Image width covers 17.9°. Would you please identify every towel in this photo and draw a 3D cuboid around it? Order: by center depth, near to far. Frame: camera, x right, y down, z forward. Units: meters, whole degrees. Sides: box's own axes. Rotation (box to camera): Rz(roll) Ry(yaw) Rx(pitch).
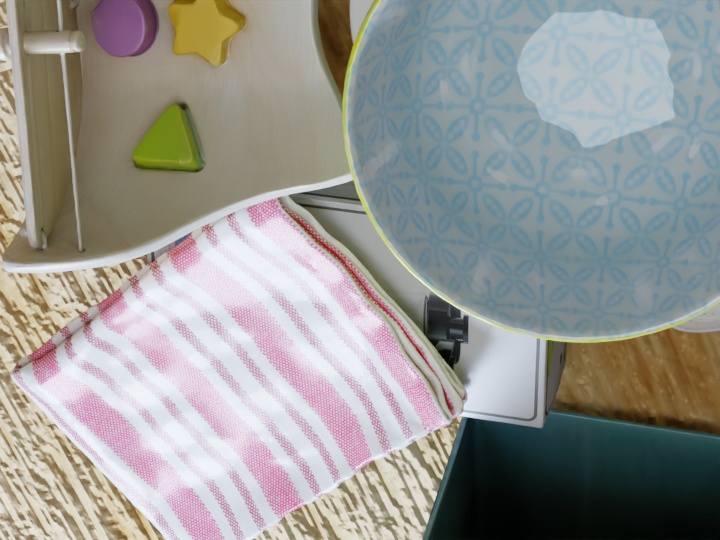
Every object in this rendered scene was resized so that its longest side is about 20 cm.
[{"bbox_3d":[-0.062,0.058,1.103,0.200,0.030,0.146,-34,106,32],"label":"towel"}]

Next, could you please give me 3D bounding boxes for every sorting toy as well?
[{"bbox_3d":[-0.070,-0.107,1.019,0.179,0.107,0.201,1,104,15],"label":"sorting toy"}]

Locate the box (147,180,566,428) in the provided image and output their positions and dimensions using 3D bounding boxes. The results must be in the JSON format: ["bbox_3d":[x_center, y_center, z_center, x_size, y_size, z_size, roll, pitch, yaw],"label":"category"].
[{"bbox_3d":[0.000,0.000,1.102,0.199,0.060,0.117,8,123,12],"label":"box"}]

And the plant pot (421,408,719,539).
[{"bbox_3d":[0.106,0.193,1.144,0.141,0.141,0.200,9,130,12],"label":"plant pot"}]

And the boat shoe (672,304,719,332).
[{"bbox_3d":[0.209,-0.019,1.020,0.200,0.070,0.071,-27,110,28],"label":"boat shoe"}]

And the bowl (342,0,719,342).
[{"bbox_3d":[0.096,-0.081,0.986,0.199,0.108,0.201,2,113,4],"label":"bowl"}]
